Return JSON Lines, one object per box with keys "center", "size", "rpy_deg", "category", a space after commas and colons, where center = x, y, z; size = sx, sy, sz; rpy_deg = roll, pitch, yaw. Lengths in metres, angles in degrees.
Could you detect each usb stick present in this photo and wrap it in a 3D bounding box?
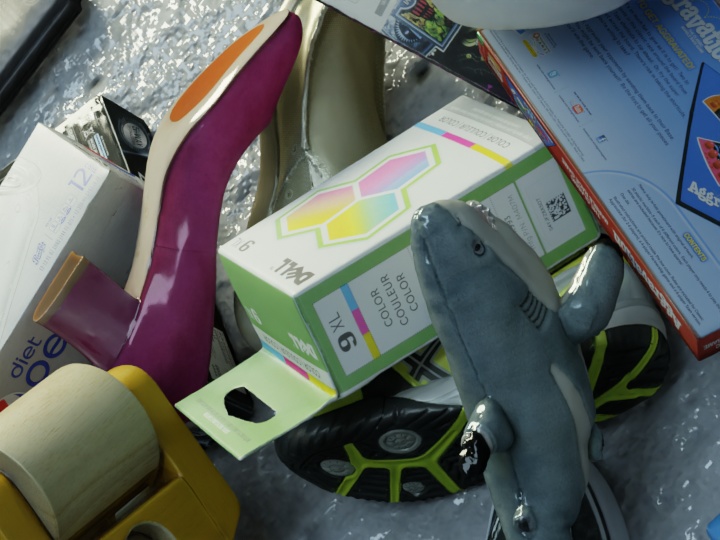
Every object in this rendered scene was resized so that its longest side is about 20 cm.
{"center": [-0.229, -0.091, 1.541], "size": [0.200, 0.033, 0.055], "rpy_deg": [-52, 45, 7], "category": "usb stick"}

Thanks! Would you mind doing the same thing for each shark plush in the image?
{"center": [0.055, 0.070, 1.157], "size": [0.090, 0.083, 0.201], "rpy_deg": [2, 93, 29], "category": "shark plush"}

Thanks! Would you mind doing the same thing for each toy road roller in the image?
{"center": [-0.131, 0.159, 1.286], "size": [0.146, 0.123, 0.201], "rpy_deg": [-28, 97, 45], "category": "toy road roller"}

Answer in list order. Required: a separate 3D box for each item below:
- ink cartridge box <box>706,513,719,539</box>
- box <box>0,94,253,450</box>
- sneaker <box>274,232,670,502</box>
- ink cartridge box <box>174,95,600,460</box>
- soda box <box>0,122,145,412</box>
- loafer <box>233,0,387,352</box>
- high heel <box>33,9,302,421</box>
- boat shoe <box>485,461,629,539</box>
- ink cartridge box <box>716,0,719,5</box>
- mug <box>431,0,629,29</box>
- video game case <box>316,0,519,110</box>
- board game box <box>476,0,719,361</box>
{"center": [0.263, 0.097, 1.092], "size": [0.200, 0.086, 0.147], "rpy_deg": [-46, 53, 13], "category": "ink cartridge box"}
{"center": [-0.156, 0.032, 1.434], "size": [0.160, 0.043, 0.201], "rpy_deg": [-36, 55, 18], "category": "box"}
{"center": [0.051, 0.048, 1.275], "size": [0.199, 0.075, 0.077], "rpy_deg": [-20, 50, 18], "category": "sneaker"}
{"center": [0.000, 0.000, 1.252], "size": [0.199, 0.060, 0.104], "rpy_deg": [-32, 22, -13], "category": "ink cartridge box"}
{"center": [-0.177, 0.031, 1.377], "size": [0.063, 0.068, 0.201], "rpy_deg": [33, 92, 38], "category": "soda box"}
{"center": [-0.010, -0.054, 1.352], "size": [0.068, 0.076, 0.201], "rpy_deg": [3, 83, 34], "category": "loafer"}
{"center": [-0.068, -0.027, 1.330], "size": [0.200, 0.096, 0.067], "rpy_deg": [-53, 17, 3], "category": "high heel"}
{"center": [0.073, 0.169, 1.204], "size": [0.073, 0.068, 0.201], "rpy_deg": [-5, 69, 33], "category": "boat shoe"}
{"center": [0.239, -0.082, 1.204], "size": [0.177, 0.045, 0.200], "rpy_deg": [-53, 52, 8], "category": "ink cartridge box"}
{"center": [0.044, -0.198, 1.185], "size": [0.199, 0.176, 0.148], "rpy_deg": [-9, 20, 0], "category": "mug"}
{"center": [0.073, -0.190, 1.280], "size": [0.181, 0.036, 0.201], "rpy_deg": [27, 101, -3], "category": "video game case"}
{"center": [0.142, -0.057, 1.194], "size": [0.103, 0.019, 0.200], "rpy_deg": [-26, 54, -8], "category": "board game box"}
